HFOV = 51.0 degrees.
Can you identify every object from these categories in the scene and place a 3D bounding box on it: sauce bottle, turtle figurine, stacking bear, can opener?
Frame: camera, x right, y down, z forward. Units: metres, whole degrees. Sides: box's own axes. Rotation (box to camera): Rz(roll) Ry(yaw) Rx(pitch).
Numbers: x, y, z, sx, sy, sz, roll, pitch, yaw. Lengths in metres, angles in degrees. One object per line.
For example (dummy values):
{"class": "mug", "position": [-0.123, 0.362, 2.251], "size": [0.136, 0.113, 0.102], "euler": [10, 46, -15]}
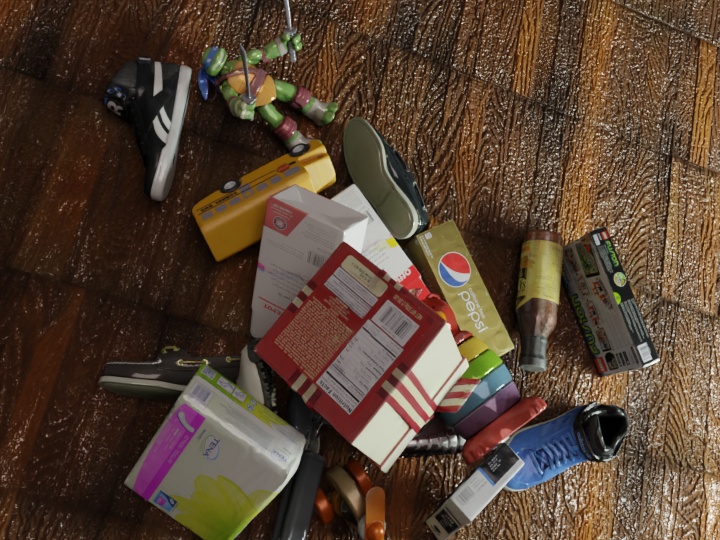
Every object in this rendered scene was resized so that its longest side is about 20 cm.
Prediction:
{"class": "sauce bottle", "position": [0.260, 0.044, 1.110], "size": [0.064, 0.066, 0.205], "euler": [14, 70, -12]}
{"class": "turtle figurine", "position": [-0.111, -0.250, 1.019], "size": [0.192, 0.199, 0.146], "euler": [34, 34, -29]}
{"class": "stacking bear", "position": [0.124, 0.125, 0.961], "size": [0.120, 0.114, 0.202], "euler": [-34, 77, -5]}
{"class": "can opener", "position": [-0.083, 0.241, 0.942], "size": [0.066, 0.053, 0.204], "euler": [27, 59, -23]}

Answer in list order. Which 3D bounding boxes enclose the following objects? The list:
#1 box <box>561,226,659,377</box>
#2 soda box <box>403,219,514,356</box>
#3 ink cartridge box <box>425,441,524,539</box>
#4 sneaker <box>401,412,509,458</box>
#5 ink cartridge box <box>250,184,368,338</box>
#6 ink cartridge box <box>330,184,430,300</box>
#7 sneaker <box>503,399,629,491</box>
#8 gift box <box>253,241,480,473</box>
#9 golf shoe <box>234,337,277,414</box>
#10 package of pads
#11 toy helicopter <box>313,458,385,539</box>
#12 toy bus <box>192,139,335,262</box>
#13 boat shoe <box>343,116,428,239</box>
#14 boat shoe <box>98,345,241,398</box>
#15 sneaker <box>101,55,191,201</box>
{"class": "box", "position": [0.357, 0.049, 1.114], "size": [0.034, 0.110, 0.204], "euler": [-16, 81, -20]}
{"class": "soda box", "position": [0.138, 0.037, 1.076], "size": [0.067, 0.064, 0.204], "euler": [-23, 84, -20]}
{"class": "ink cartridge box", "position": [0.135, 0.285, 0.946], "size": [0.099, 0.201, 0.039], "euler": [-39, 72, -24]}
{"class": "sneaker", "position": [0.106, 0.189, 1.030], "size": [0.195, 0.076, 0.118], "euler": [3, 68, -26]}
{"class": "ink cartridge box", "position": [-0.070, 0.009, 0.966], "size": [0.115, 0.204, 0.067], "euler": [24, 29, 20]}
{"class": "ink cartridge box", "position": [0.000, 0.000, 1.041], "size": [0.115, 0.067, 0.202], "euler": [-35, 88, -21]}
{"class": "sneaker", "position": [0.282, 0.240, 1.040], "size": [0.196, 0.111, 0.078], "euler": [-20, 82, -20]}
{"class": "gift box", "position": [0.022, 0.098, 0.862], "size": [0.200, 0.187, 0.184], "euler": [-44, 63, -7]}
{"class": "golf shoe", "position": [-0.140, 0.170, 0.900], "size": [0.086, 0.204, 0.078], "euler": [0, 33, -7]}
{"class": "package of pads", "position": [-0.167, 0.222, 0.867], "size": [0.153, 0.201, 0.069], "euler": [35, 35, -4]}
{"class": "toy helicopter", "position": [0.018, 0.331, 0.925], "size": [0.078, 0.132, 0.203], "euler": [-28, 85, -21]}
{"class": "toy bus", "position": [-0.123, -0.095, 1.005], "size": [0.197, 0.078, 0.066], "euler": [-29, 127, -9]}
{"class": "boat shoe", "position": [0.041, -0.135, 1.090], "size": [0.065, 0.075, 0.201], "euler": [-4, 54, -47]}
{"class": "boat shoe", "position": [-0.222, 0.127, 0.942], "size": [0.196, 0.072, 0.062], "euler": [9, 69, -22]}
{"class": "sneaker", "position": [-0.295, -0.191, 1.007], "size": [0.109, 0.073, 0.205], "euler": [10, 65, -11]}
